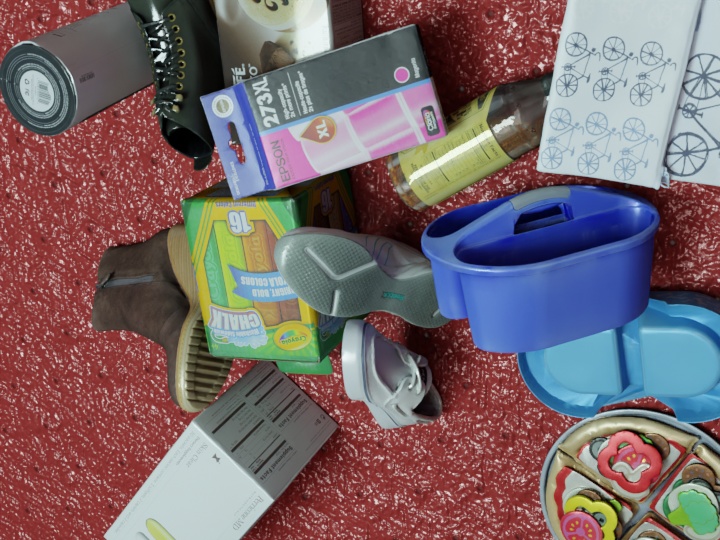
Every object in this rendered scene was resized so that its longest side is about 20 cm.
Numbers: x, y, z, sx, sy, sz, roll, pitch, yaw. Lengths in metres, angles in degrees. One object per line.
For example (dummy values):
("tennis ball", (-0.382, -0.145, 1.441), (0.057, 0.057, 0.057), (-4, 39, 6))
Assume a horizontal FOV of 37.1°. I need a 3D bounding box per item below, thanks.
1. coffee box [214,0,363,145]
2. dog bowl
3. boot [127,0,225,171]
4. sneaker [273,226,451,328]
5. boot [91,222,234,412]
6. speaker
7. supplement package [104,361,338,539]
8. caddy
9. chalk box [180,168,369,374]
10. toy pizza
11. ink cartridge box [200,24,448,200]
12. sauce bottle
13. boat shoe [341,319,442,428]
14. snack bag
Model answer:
("coffee box", (-0.061, -0.216, 0.949), (0.112, 0.080, 0.202), (3, 111, 21))
("dog bowl", (0.238, 0.070, 0.935), (0.198, 0.050, 0.113), (-1, 114, 25))
("boot", (-0.167, -0.195, 0.918), (0.077, 0.140, 0.200), (-8, 148, 31))
("sneaker", (0.000, 0.000, 0.950), (0.080, 0.199, 0.071), (45, 113, 48))
("boot", (-0.205, 0.053, 1.086), (0.165, 0.072, 0.202), (-12, 63, 32))
("speaker", (-0.231, -0.192, 0.970), (0.080, 0.200, 0.082), (10, 119, 19))
("supplement package", (-0.143, 0.218, 1.111), (0.111, 0.156, 0.200), (41, 120, 4))
("caddy", (0.147, -0.016, 0.872), (0.198, 0.141, 0.106), (-15, 115, -18))
("chalk box", (-0.073, 0.011, 1.018), (0.124, 0.124, 0.202), (-1, 109, 25))
("toy pizza", (0.262, 0.224, 0.997), (0.198, 0.032, 0.202), (9, 113, 22))
("ink cartridge box", (-0.033, -0.130, 0.899), (0.198, 0.037, 0.096), (-16, 99, 12))
("sauce bottle", (0.116, -0.121, 0.915), (0.199, 0.066, 0.066), (-28, 96, 24))
("boat shoe", (0.033, 0.095, 0.986), (0.065, 0.200, 0.074), (-3, 70, 15))
("snack bag", (0.249, -0.152, 0.833), (0.198, 0.021, 0.190), (9, 115, 3))
